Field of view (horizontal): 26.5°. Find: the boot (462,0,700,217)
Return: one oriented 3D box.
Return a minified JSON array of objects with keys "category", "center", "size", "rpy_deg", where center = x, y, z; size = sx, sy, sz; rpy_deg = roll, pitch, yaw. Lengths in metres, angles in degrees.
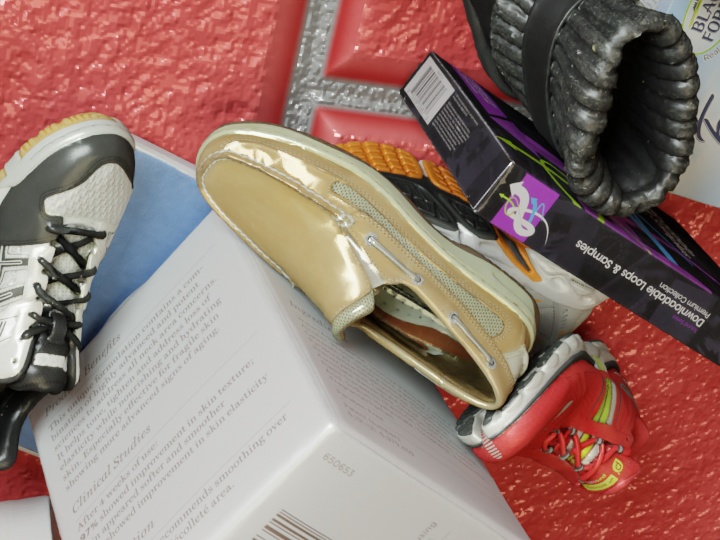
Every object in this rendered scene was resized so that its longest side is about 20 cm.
[{"category":"boot","center":[0.088,-0.142,0.728],"size":[0.079,0.158,0.212],"rpy_deg":[-28,123,3]}]

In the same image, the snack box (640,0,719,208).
[{"category":"snack box","center":[0.223,-0.132,0.823],"size":[0.168,0.068,0.201],"rpy_deg":[15,114,-22]}]

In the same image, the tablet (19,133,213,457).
[{"category":"tablet","center":[-0.145,0.022,0.848],"size":[0.130,0.014,0.201],"rpy_deg":[26,109,-26]}]

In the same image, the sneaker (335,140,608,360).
[{"category":"sneaker","center":[0.047,0.001,0.854],"size":[0.199,0.076,0.092],"rpy_deg":[22,117,-23]}]

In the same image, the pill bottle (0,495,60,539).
[{"category":"pill bottle","center":[-0.267,0.188,0.856],"size":[0.199,0.110,0.110],"rpy_deg":[-8,121,-10]}]

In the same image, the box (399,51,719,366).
[{"category":"box","center":[0.121,-0.029,0.812],"size":[0.199,0.143,0.036],"rpy_deg":[31,107,-28]}]

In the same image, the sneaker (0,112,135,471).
[{"category":"sneaker","center":[-0.159,0.017,0.774],"size":[0.075,0.088,0.201],"rpy_deg":[8,124,-46]}]

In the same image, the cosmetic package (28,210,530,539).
[{"category":"cosmetic package","center":[-0.047,0.109,0.802],"size":[0.167,0.200,0.166],"rpy_deg":[-45,127,11]}]

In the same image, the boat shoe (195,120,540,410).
[{"category":"boat shoe","center":[0.000,0.000,0.764],"size":[0.199,0.076,0.072],"rpy_deg":[30,135,-5]}]

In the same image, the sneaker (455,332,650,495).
[{"category":"sneaker","center":[0.121,0.087,0.854],"size":[0.077,0.085,0.200],"rpy_deg":[-38,165,22]}]
